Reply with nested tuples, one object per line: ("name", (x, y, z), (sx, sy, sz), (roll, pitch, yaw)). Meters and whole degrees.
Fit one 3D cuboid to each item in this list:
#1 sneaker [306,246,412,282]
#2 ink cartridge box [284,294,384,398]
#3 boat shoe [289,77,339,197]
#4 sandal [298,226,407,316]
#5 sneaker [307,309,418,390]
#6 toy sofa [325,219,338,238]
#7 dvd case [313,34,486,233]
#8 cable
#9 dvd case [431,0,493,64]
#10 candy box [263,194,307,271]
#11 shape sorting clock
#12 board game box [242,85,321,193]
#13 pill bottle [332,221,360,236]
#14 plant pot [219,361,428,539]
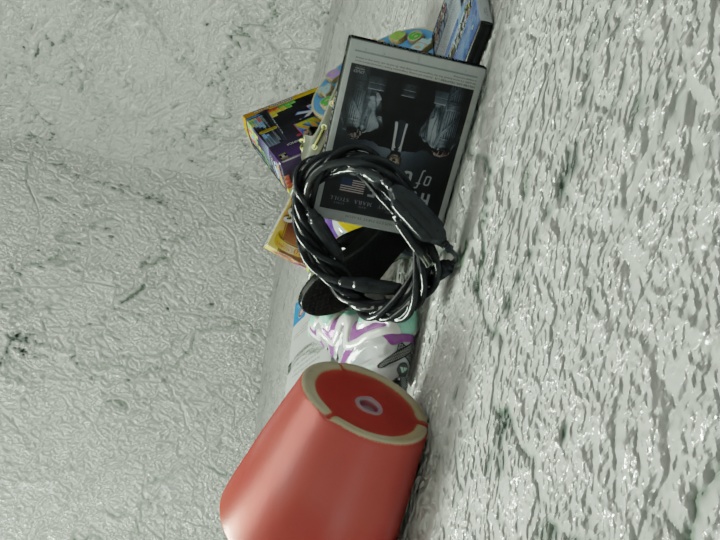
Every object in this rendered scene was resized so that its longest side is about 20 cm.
("sneaker", (0.000, 0.000, 1.127), (0.200, 0.074, 0.081), (-20, 61, 49))
("ink cartridge box", (-0.038, 0.117, 1.227), (0.145, 0.084, 0.201), (-41, 37, 50))
("boat shoe", (-0.040, -0.169, 1.106), (0.202, 0.060, 0.072), (-55, -2, 29))
("sandal", (0.003, -0.023, 1.027), (0.200, 0.075, 0.048), (-43, 46, -8))
("sneaker", (-0.007, 0.119, 1.053), (0.200, 0.077, 0.140), (-15, 70, 58))
("toy sofa", (-0.025, -0.087, 1.330), (0.083, 0.098, 0.200), (-28, 30, 16))
("dvd case", (0.038, -0.139, 0.941), (0.025, 0.150, 0.201), (-99, 21, -66))
("cable", (0.002, -0.040, 0.927), (0.163, 0.200, 0.051), (-48, -6, 39))
("dvd case", (0.117, -0.285, 1.029), (0.143, 0.017, 0.200), (109, 166, -45))
("candy box", (-0.067, -0.100, 1.463), (0.201, 0.116, 0.056), (-64, 10, -8))
("shape sorting clock", (0.019, -0.272, 1.182), (0.039, 0.199, 0.200), (56, -159, -36))
("board game box", (-0.047, -0.202, 1.228), (0.165, 0.199, 0.057), (50, 160, 50))
("pill bottle", (0.020, -0.103, 1.127), (0.200, 0.112, 0.112), (122, 156, -66))
("plant pot", (-0.027, 0.207, 0.905), (0.201, 0.200, 0.178), (-102, 34, -66))
